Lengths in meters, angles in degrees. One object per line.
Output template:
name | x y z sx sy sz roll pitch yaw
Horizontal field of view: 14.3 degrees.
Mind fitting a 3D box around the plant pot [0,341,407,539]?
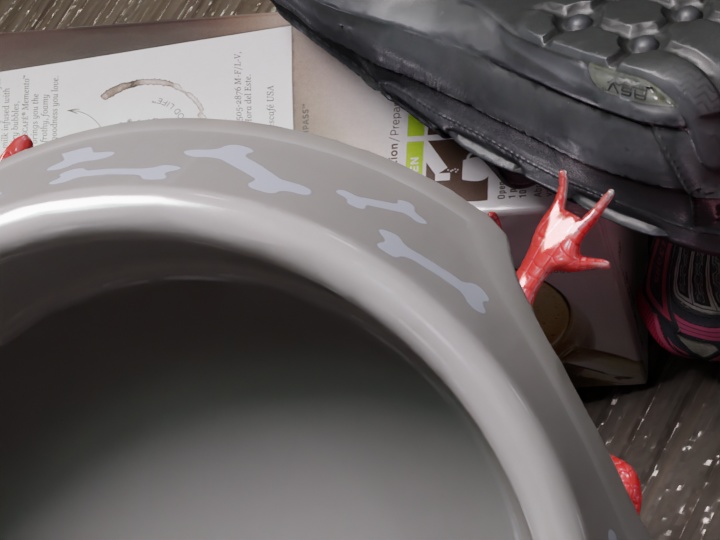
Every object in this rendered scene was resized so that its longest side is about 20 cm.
plant pot | -0.013 0.143 0.678 0.177 0.199 0.200 -62 -7 -1

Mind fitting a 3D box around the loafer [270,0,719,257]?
loafer | 0.039 -0.056 0.784 0.068 0.071 0.200 -30 36 -27

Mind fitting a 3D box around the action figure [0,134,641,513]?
action figure | 0.000 0.000 0.768 0.199 0.065 0.099 30 91 23

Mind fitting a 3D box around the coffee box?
coffee box | -0.016 -0.018 0.885 0.198 0.113 0.080 -3 60 12

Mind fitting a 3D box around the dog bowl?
dog bowl | -0.037 0.071 0.560 0.199 0.201 0.059 -35 -3 10

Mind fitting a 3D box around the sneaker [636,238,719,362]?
sneaker | 0.131 -0.063 0.888 0.074 0.081 0.201 -23 36 44
